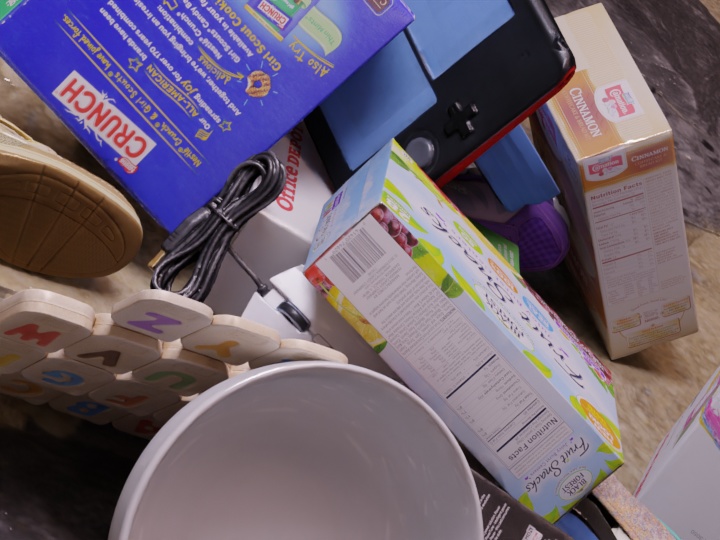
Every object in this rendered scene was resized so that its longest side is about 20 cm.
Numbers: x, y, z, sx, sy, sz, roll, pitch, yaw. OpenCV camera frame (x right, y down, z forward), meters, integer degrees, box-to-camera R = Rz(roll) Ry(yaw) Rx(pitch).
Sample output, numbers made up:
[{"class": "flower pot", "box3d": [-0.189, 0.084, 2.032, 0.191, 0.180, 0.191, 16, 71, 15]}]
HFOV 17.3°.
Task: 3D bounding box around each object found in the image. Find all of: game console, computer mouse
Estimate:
[{"class": "game console", "box3d": [0.029, -0.147, 1.464, 0.031, 0.177, 0.201, 12, 45, -50]}, {"class": "computer mouse", "box3d": [-0.029, 0.036, 1.389, 0.200, 0.110, 0.044, 47, -13, -7]}]

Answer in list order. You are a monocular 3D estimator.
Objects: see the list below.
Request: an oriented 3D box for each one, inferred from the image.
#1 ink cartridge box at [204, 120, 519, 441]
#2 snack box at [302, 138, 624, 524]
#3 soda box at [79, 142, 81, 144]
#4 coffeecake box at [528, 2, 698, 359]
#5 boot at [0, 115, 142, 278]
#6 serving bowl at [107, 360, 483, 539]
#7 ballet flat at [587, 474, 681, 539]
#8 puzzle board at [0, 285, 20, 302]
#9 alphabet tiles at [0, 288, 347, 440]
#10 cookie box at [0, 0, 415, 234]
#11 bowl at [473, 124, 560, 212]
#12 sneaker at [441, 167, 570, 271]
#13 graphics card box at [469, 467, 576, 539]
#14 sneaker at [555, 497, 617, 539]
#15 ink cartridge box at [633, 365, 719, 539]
[{"class": "ink cartridge box", "box3d": [0.000, 0.000, 1.508, 0.199, 0.084, 0.146, 30, 28, -14]}, {"class": "snack box", "box3d": [0.060, 0.033, 1.350, 0.200, 0.068, 0.169, 46, 13, -8]}, {"class": "soda box", "box3d": [-0.103, -0.156, 1.499, 0.070, 0.201, 0.063, 28, 22, -19]}, {"class": "coffeecake box", "box3d": [0.177, -0.064, 1.704, 0.073, 0.201, 0.154, -18, 44, -3]}, {"class": "boot", "box3d": [-0.222, -0.083, 1.393, 0.199, 0.073, 0.156, 21, 30, -23]}, {"class": "serving bowl", "box3d": [-0.040, 0.140, 1.166, 0.199, 0.201, 0.066, 21, -4, -29]}, {"class": "ballet flat", "box3d": [0.142, 0.162, 1.465, 0.067, 0.068, 0.200, -13, 47, -32]}, {"class": "puzzle board", "box3d": [-0.132, 0.039, 1.286, 0.199, 0.018, 0.150, 22, -5, -30]}, {"class": "alphabet tiles", "box3d": [-0.104, 0.055, 1.212, 0.199, 0.195, 0.015, 20, 65, -30]}, {"class": "cookie box", "box3d": [-0.099, -0.154, 1.410, 0.171, 0.200, 0.075, 48, 5, -23]}, {"class": "bowl", "box3d": [0.065, -0.127, 1.570, 0.201, 0.039, 0.201, 58, 4, -7]}, {"class": "sneaker", "box3d": [0.058, -0.032, 1.647, 0.199, 0.081, 0.089, 19, 38, -22]}, {"class": "graphics card box", "box3d": [0.048, 0.175, 1.258, 0.199, 0.051, 0.126, 33, 69, -5]}, {"class": "sneaker", "box3d": [0.075, 0.156, 1.364, 0.199, 0.077, 0.111, 30, 26, -8]}, {"class": "ink cartridge box", "box3d": [0.265, 0.098, 1.550, 0.084, 0.201, 0.145, 35, 26, 5]}]
